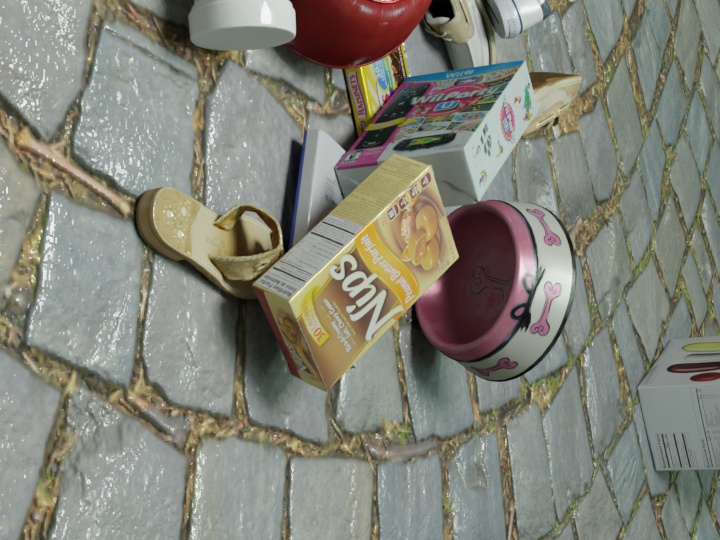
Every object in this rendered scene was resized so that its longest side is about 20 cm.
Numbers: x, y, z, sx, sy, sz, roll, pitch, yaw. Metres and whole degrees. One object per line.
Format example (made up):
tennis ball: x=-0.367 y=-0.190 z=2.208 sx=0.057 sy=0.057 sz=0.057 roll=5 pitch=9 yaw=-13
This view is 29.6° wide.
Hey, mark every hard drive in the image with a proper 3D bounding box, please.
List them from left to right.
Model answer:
hard drive: x=-0.030 y=-0.019 z=1.349 sx=0.132 sy=0.025 sz=0.203 roll=39 pitch=53 yaw=-57

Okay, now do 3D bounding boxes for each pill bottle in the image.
pill bottle: x=-0.108 y=-0.303 z=1.194 sx=0.116 sy=0.115 sz=0.203 roll=0 pitch=85 yaw=-58

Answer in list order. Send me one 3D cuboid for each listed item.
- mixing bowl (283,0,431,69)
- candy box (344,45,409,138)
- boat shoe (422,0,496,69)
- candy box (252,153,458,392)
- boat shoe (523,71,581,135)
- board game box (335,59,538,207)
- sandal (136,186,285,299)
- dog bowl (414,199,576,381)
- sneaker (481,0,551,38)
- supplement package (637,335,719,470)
mixing bowl: x=0.002 y=-0.296 z=1.289 sx=0.198 sy=0.108 sz=0.203 roll=-2 pitch=95 yaw=-24
candy box: x=0.029 y=-0.163 z=1.477 sx=0.102 sy=0.026 sz=0.203 roll=-26 pitch=107 yaw=-54
boat shoe: x=0.105 y=-0.300 z=1.589 sx=0.068 sy=0.074 sz=0.202 roll=-31 pitch=123 yaw=-26
candy box: x=0.000 y=0.000 z=1.258 sx=0.200 sy=0.055 sz=0.116 roll=-45 pitch=133 yaw=-27
boat shoe: x=0.235 y=-0.219 z=1.786 sx=0.199 sy=0.073 sz=0.070 roll=-26 pitch=119 yaw=-55
board game box: x=0.081 y=-0.136 z=1.389 sx=0.200 sy=0.146 sz=0.065 roll=-54 pitch=132 yaw=-50
sandal: x=-0.103 y=-0.025 z=1.200 sx=0.211 sy=0.069 sz=0.079 roll=24 pitch=65 yaw=-55
dog bowl: x=0.137 y=0.015 z=1.481 sx=0.073 sy=0.199 sz=0.203 roll=17 pitch=70 yaw=-37
sneaker: x=0.163 y=-0.358 z=1.618 sx=0.073 sy=0.070 sz=0.202 roll=88 pitch=-18 yaw=-62
supplement package: x=0.565 y=0.202 z=2.120 sx=0.191 sy=0.198 sz=0.149 roll=-38 pitch=116 yaw=-54
